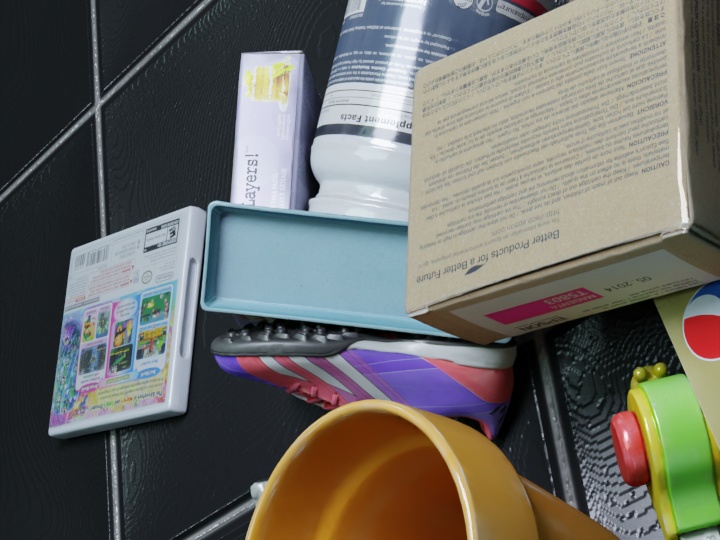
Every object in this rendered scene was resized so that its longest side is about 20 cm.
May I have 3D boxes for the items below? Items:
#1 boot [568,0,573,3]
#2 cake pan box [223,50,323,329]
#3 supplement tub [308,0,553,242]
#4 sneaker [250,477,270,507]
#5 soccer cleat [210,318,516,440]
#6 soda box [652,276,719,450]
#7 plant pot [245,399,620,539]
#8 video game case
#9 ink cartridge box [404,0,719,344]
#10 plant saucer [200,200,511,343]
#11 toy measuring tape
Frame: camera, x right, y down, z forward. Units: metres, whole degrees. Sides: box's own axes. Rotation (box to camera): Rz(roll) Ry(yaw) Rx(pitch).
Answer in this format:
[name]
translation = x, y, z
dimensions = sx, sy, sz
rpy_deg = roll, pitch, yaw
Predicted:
[boot]
translation = 0.158, -0.103, 1.010
dimensions = 0.075, 0.073, 0.202
rpy_deg = 10, 87, 33
[cake pan box]
translation = -0.051, -0.033, 1.149
dimensions = 0.052, 0.200, 0.186
rpy_deg = 2, 72, 9
[supplement tub]
translation = 0.045, -0.112, 1.080
dimensions = 0.140, 0.140, 0.202
rpy_deg = 7, 82, 52
[sneaker]
translation = 0.000, 0.177, 1.092
dimensions = 0.199, 0.080, 0.084
rpy_deg = -17, 79, 55
[soccer cleat]
translation = 0.002, 0.071, 1.027
dimensions = 0.068, 0.198, 0.074
rpy_deg = -124, 37, -77
[soda box]
translation = 0.207, 0.011, 0.888
dimensions = 0.064, 0.067, 0.201
rpy_deg = -44, 45, 30
[plant pot]
translation = 0.059, 0.189, 0.905
dimensions = 0.199, 0.182, 0.202
rpy_deg = -23, 59, 45
[video game case]
translation = -0.211, 0.050, 1.429
dimensions = 0.199, 0.024, 0.184
rpy_deg = -15, 64, 47
[ink cartridge box]
translation = 0.121, -0.061, 0.904
dimensions = 0.199, 0.075, 0.166
rpy_deg = -18, 61, 42
[plant saucer]
translation = 0.000, 0.000, 1.006
dimensions = 0.019, 0.198, 0.071
rpy_deg = -52, -32, -81
[toy measuring tape]
translation = 0.179, 0.117, 0.855
dimensions = 0.074, 0.073, 0.201
rpy_deg = -48, 31, 27
